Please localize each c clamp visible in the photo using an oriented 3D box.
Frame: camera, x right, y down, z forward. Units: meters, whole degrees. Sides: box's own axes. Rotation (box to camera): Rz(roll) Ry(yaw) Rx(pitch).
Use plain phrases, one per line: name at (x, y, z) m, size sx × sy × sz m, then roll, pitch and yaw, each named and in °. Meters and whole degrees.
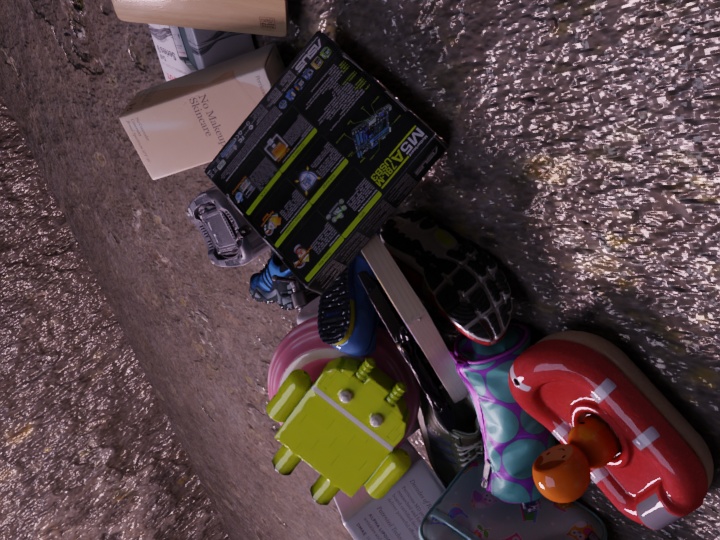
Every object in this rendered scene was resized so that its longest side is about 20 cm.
c clamp at (-0.059, 0.100, 1.139) m, size 0.027 × 0.170 × 0.204 m, roll -20°, pitch 86°, yaw 21°

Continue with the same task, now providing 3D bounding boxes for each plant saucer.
plant saucer at (-0.026, 0.157, 1.003) m, size 0.196 × 0.051 × 0.205 m, roll 4°, pitch 109°, yaw 12°

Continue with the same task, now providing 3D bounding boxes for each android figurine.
android figurine at (-0.021, 0.189, 0.965) m, size 0.181 × 0.041 × 0.201 m, roll 39°, pitch 114°, yaw -1°

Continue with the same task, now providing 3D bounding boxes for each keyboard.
keyboard at (0.057, 0.094, 0.883) m, size 0.202 × 0.020 × 0.127 m, roll 59°, pitch -179°, yaw -25°

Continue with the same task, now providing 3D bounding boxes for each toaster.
toaster at (-0.152, -0.082, 1.136) m, size 0.115 × 0.128 × 0.199 m, roll 62°, pitch 155°, yaw -9°

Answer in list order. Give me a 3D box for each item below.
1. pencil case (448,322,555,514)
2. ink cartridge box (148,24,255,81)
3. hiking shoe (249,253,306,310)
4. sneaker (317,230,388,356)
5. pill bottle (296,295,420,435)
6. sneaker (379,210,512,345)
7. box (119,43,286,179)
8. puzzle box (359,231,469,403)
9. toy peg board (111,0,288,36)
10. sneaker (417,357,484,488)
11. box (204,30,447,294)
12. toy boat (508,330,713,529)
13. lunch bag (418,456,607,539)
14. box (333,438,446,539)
pencil case at (0.157, 0.155, 0.870) m, size 0.085 × 0.091 × 0.203 m, roll -135°, pitch 26°, yaw -63°
ink cartridge box at (-0.212, -0.327, 1.037) m, size 0.145 × 0.083 × 0.203 m, roll 30°, pitch 143°, yaw 45°
hiking shoe at (-0.119, 0.008, 1.263) m, size 0.199 × 0.073 × 0.089 m, roll 8°, pitch 100°, yaw 60°
sneaker at (0.000, 0.000, 0.959) m, size 0.065 × 0.078 × 0.204 m, roll -10°, pitch 68°, yaw 43°
pill bottle at (0.008, 0.124, 1.076) m, size 0.119 × 0.119 × 0.203 m, roll -3°, pitch 115°, yaw 61°
sneaker at (0.096, 0.013, 0.869) m, size 0.200 × 0.076 × 0.086 m, roll 50°, pitch 166°, yaw 41°
box at (-0.179, -0.192, 0.987) m, size 0.078 × 0.196 × 0.096 m, roll -80°, pitch -30°, yaw -55°
puzzle box at (0.058, 0.051, 0.881) m, size 0.134 × 0.025 × 0.201 m, roll 58°, pitch 180°, yaw 38°
toy peg board at (-0.171, -0.359, 0.852) m, size 0.200 × 0.195 × 0.100 m, roll 96°, pitch 180°, yaw -67°
sneaker at (0.122, 0.208, 1.013) m, size 0.090 × 0.066 × 0.203 m, roll -2°, pitch 112°, yaw 67°
box at (-0.041, -0.115, 0.842) m, size 0.193 × 0.201 × 0.047 m, roll 44°, pitch -172°, yaw 23°
toy boat at (0.207, 0.158, 0.737) m, size 0.201 × 0.130 × 0.131 m, roll 49°, pitch 152°, yaw 19°
lunch bag at (0.172, 0.314, 0.916) m, size 0.198 × 0.160 × 0.078 m, roll 25°, pitch 139°, yaw 36°
box at (0.060, 0.333, 1.105) m, size 0.202 × 0.130 × 0.199 m, roll 55°, pitch 174°, yaw -14°
